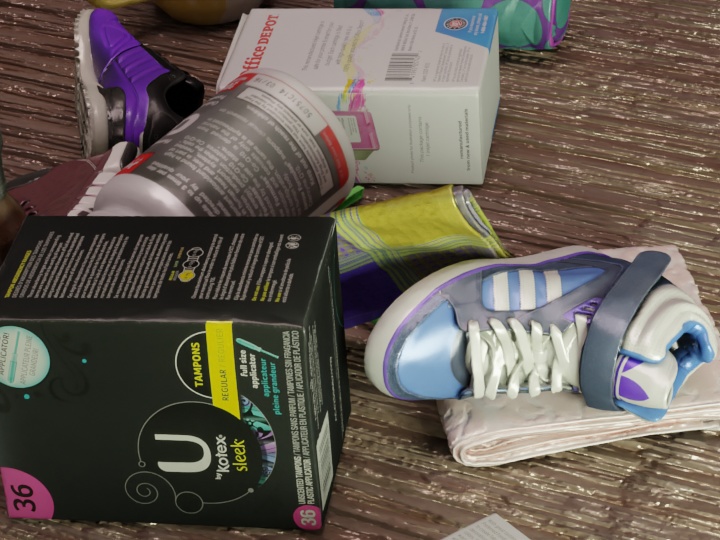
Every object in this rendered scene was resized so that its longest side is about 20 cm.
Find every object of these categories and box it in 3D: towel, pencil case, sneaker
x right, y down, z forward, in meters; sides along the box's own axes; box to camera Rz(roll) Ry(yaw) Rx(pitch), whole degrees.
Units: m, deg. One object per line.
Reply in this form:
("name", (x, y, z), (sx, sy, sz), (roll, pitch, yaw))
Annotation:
("towel", (0.000, 0.000, 1.572), (0.200, 0.144, 0.023), (-13, 64, 16))
("pencil case", (0.074, -0.230, 2.018), (0.200, 0.085, 0.093), (7, 66, 17))
("towel", (0.137, 0.052, 1.598), (0.191, 0.032, 0.200), (-6, 32, -4))
("sneaker", (-0.223, -0.017, 1.739), (0.115, 0.076, 0.200), (-9, 26, 18))
("sneaker", (0.120, 0.049, 1.499), (0.200, 0.081, 0.146), (-17, 30, -30))
("sneaker", (-0.173, -0.142, 1.934), (0.099, 0.070, 0.200), (-2, 34, -9))

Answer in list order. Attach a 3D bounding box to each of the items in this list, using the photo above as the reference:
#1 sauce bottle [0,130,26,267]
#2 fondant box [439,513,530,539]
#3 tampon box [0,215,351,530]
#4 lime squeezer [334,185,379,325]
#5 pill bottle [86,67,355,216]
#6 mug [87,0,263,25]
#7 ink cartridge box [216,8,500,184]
("sauce bottle", (-0.238, -0.001, 1.573), (0.065, 0.200, 0.065), (-2, 33, 2))
("fondant box", (0.038, 0.220, 1.308), (0.200, 0.058, 0.144), (-24, 36, -27))
("tampon box", (-0.116, 0.060, 1.502), (0.200, 0.150, 0.126), (0, 31, 9))
("lime squeezer", (-0.022, -0.017, 1.726), (0.070, 0.038, 0.200), (-9, 29, -2))
("pill bottle", (-0.106, -0.039, 1.655), (0.114, 0.114, 0.200), (21, 49, 36))
("mug", (-0.150, -0.292, 2.088), (0.186, 0.153, 0.150), (-7, 31, -3))
("ink cartridge box", (0.001, -0.135, 1.873), (0.200, 0.085, 0.145), (2, 31, 9))
